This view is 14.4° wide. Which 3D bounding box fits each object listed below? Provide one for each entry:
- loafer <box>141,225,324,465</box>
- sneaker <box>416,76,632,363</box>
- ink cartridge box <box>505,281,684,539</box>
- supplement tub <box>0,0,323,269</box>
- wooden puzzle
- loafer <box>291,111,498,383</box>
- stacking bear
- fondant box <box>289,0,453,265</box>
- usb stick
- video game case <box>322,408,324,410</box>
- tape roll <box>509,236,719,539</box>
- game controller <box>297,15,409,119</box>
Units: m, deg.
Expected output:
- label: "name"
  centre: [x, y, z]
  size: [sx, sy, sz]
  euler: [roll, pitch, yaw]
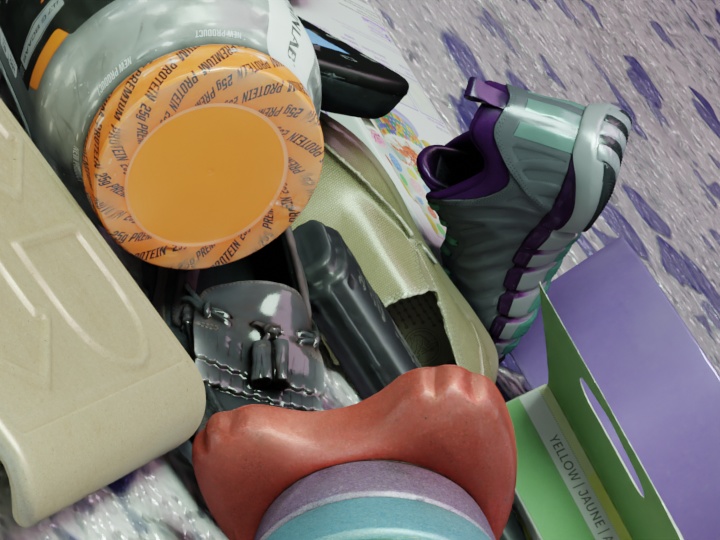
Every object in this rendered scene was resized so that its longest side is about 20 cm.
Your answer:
- label: "loafer"
  centre: [-0.052, 0.014, 1.180]
  size: [0.072, 0.063, 0.200]
  euler: [20, 27, -23]
- label: "sneaker"
  centre: [0.060, -0.028, 1.391]
  size: [0.087, 0.200, 0.075]
  euler: [21, 51, -5]
- label: "ink cartridge box"
  centre: [0.102, 0.115, 1.305]
  size: [0.146, 0.048, 0.200]
  euler: [62, -4, 29]
- label: "supplement tub"
  centre: [-0.090, -0.096, 1.192]
  size: [0.122, 0.122, 0.200]
  euler: [38, 14, -39]
- label: "wooden puzzle"
  centre: [-0.146, -0.006, 1.033]
  size: [0.201, 0.046, 0.185]
  euler: [58, 17, 2]
- label: "loafer"
  centre: [0.000, 0.000, 1.349]
  size: [0.200, 0.076, 0.067]
  euler: [47, 11, -19]
- label: "stacking bear"
  centre: [0.006, 0.149, 1.012]
  size: [0.201, 0.121, 0.114]
  euler: [-91, 166, -49]
- label: "fondant box"
  centre: [0.002, -0.066, 1.522]
  size: [0.201, 0.058, 0.144]
  euler: [58, 18, 22]
- label: "usb stick"
  centre: [0.022, 0.063, 1.279]
  size: [0.200, 0.032, 0.056]
  euler: [58, 6, -30]
- label: "video game case"
  centre: [0.024, 0.156, 1.194]
  size: [0.200, 0.017, 0.143]
  euler: [52, 17, -2]
- label: "tape roll"
  centre: [0.156, 0.088, 1.494]
  size: [0.201, 0.085, 0.200]
  euler: [57, 2, -3]
- label: "game controller"
  centre: [-0.052, -0.115, 1.367]
  size: [0.104, 0.042, 0.200]
  euler: [5, 15, -24]
